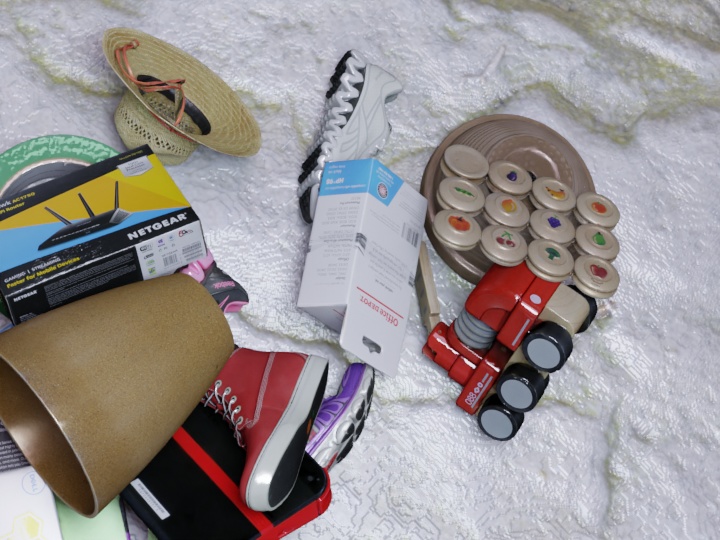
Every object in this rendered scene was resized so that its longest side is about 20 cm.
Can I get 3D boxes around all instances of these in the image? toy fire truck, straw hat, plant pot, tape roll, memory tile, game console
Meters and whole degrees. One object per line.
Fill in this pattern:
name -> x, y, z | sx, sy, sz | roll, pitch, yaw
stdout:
toy fire truck -> 0.123, 0.043, 1.615 | 0.199, 0.177, 0.129 | 34, 43, 7
straw hat -> -0.208, -0.159, 1.646 | 0.201, 0.201, 0.085 | 43, 112, 4
plant pot -> 0.168, -0.084, 1.695 | 0.199, 0.093, 0.203 | 3, 73, -9
plant pot -> -0.221, 0.093, 1.450 | 0.199, 0.186, 0.187 | -35, 82, -27
tape roll -> -0.305, -0.038, 1.615 | 0.198, 0.048, 0.202 | 3, 72, -10
memory tile -> 0.171, -0.052, 1.592 | 0.198, 0.017, 0.154 | 18, 42, -5
game console -> -0.143, 0.193, 1.513 | 0.176, 0.031, 0.200 | -29, 53, -30

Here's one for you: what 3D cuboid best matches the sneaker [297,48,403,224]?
sneaker -> -0.011, -0.137, 1.691 | 0.081, 0.075, 0.202 | 23, 72, -15

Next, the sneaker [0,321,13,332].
sneaker -> -0.294, 0.062, 1.530 | 0.199, 0.072, 0.072 | -38, 98, -10

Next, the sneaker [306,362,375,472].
sneaker -> -0.054, 0.165, 1.589 | 0.083, 0.081, 0.200 | 33, 67, 13

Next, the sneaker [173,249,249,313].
sneaker -> -0.180, 0.075, 1.591 | 0.095, 0.079, 0.201 | 38, 63, -13

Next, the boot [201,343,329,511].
boot -> -0.121, 0.143, 1.498 | 0.143, 0.073, 0.201 | 11, 36, 6

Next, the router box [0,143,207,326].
router box -> -0.269, -0.035, 1.530 | 0.199, 0.051, 0.149 | -23, 43, -17

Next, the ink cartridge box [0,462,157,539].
ink cartridge box -> -0.285, 0.255, 1.496 | 0.198, 0.048, 0.147 | -12, 77, -12

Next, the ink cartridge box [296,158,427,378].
ink cartridge box -> 0.000, 0.000, 1.619 | 0.066, 0.116, 0.202 | -2, 68, 33

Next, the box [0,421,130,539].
box -> -0.309, 0.207, 1.548 | 0.142, 0.036, 0.202 | -9, 77, -14
